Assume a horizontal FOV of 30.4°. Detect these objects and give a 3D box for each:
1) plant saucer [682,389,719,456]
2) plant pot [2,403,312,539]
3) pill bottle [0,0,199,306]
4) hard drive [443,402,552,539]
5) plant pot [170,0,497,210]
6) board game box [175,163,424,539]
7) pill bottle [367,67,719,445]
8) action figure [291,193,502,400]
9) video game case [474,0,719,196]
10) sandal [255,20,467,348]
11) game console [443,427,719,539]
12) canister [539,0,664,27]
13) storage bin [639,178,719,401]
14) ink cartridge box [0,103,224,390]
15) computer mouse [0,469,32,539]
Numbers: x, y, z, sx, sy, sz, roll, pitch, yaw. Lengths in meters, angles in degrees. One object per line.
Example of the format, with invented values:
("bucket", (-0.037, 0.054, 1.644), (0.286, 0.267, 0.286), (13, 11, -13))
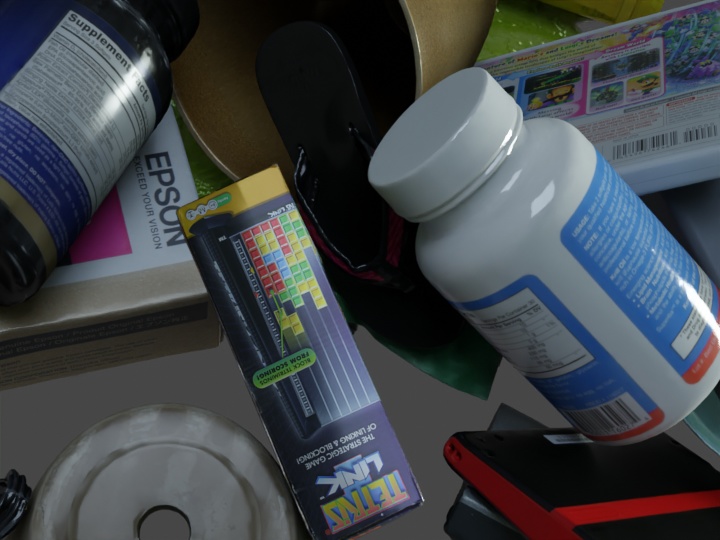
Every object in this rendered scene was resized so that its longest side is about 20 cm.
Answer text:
("plant saucer", (0.270, 0.053, 0.840), (0.197, 0.036, 0.202), (4, 60, -7))
("plant pot", (-0.097, 0.154, 0.643), (0.197, 0.174, 0.202), (3, 61, -6))
("pill bottle", (-0.171, -0.088, 0.716), (0.111, 0.112, 0.201), (26, 59, 6))
("hard drive", (0.148, 0.153, 0.722), (0.198, 0.033, 0.140), (28, 19, 7))
("plant pot", (0.006, -0.159, 0.842), (0.186, 0.187, 0.200), (39, 38, 13))
("board game box", (-0.024, 0.053, 0.674), (0.056, 0.200, 0.167), (-25, 81, -2))
("pill bottle", (0.100, -0.009, 0.703), (0.200, 0.112, 0.113), (45, 58, -21))
("action figure", (0.000, 0.000, 0.815), (0.198, 0.055, 0.119), (18, 61, 9))
("video game case", (0.134, -0.095, 0.818), (0.198, 0.024, 0.183), (-13, 33, 21))
("sandal", (-0.006, -0.041, 0.741), (0.075, 0.045, 0.202), (-25, 97, 21))
("game console", (0.159, 0.137, 0.693), (0.199, 0.031, 0.176), (6, 22, -46))
("canister", (0.136, -0.265, 0.970), (0.198, 0.087, 0.150), (20, 59, 4))
("storage bin", (0.253, -0.014, 0.784), (0.133, 0.146, 0.202), (-20, 65, -8))
("ink cartridge box", (-0.182, -0.040, 0.795), (0.163, 0.075, 0.202), (-12, 63, -15))
("computer mouse", (-0.184, 0.120, 0.644), (0.034, 0.200, 0.059), (43, 69, -14))
